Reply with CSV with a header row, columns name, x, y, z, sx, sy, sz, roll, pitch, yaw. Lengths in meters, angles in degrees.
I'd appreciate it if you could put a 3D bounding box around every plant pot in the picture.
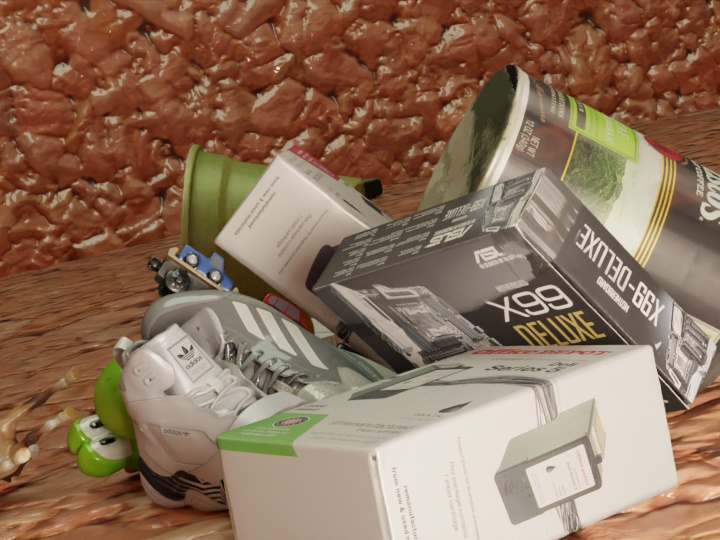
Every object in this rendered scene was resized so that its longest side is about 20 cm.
name,x,y,z,sx,sy,sz,roll,pitch,yaw
plant pot,-0.087,-0.033,1.957,0.183,0.202,0.200,0,8,2

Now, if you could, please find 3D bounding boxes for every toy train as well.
name,x,y,z,sx,sy,sz,roll,pitch,yaw
toy train,-0.060,0.041,1.296,0.046,0.199,0.034,-60,7,-24

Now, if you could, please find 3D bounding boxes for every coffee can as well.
name,x,y,z,sx,sy,sz,roll,pitch,yaw
coffee can,0.151,-0.023,1.194,0.199,0.147,0.146,26,0,-11

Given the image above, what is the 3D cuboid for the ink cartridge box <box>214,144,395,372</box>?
name,x,y,z,sx,sy,sz,roll,pitch,yaw
ink cartridge box,0.000,0.000,1.391,0.084,0.200,0.145,-52,2,8

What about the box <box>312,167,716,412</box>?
name,x,y,z,sx,sy,sz,roll,pitch,yaw
box,0.088,0.028,1.102,0.200,0.158,0.050,-17,35,52

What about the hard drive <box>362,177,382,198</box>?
name,x,y,z,sx,sy,sz,roll,pitch,yaw
hard drive,-0.081,-0.124,3.200,0.199,0.033,0.139,-6,9,39

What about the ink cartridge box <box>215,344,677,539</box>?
name,x,y,z,sx,sy,sz,roll,pitch,yaw
ink cartridge box,0.047,0.102,0.985,0.199,0.085,0.145,-16,8,-37

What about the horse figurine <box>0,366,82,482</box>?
name,x,y,z,sx,sy,sz,roll,pitch,yaw
horse figurine,-0.263,0.137,1.273,0.132,0.050,0.200,-37,4,27

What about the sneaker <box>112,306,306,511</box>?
name,x,y,z,sx,sy,sz,roll,pitch,yaw
sneaker,-0.082,0.088,1.155,0.199,0.115,0.075,-6,20,45

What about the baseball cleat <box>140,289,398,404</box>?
name,x,y,z,sx,sy,sz,roll,pitch,yaw
baseball cleat,-0.053,0.068,1.223,0.199,0.070,0.106,18,12,-3

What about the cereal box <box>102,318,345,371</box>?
name,x,y,z,sx,sy,sz,roll,pitch,yaw
cereal box,-0.105,0.081,1.586,0.199,0.040,0.144,-15,8,-27

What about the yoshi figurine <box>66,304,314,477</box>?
name,x,y,z,sx,sy,sz,roll,pitch,yaw
yoshi figurine,-0.110,0.086,1.304,0.199,0.113,0.112,-19,16,-27
